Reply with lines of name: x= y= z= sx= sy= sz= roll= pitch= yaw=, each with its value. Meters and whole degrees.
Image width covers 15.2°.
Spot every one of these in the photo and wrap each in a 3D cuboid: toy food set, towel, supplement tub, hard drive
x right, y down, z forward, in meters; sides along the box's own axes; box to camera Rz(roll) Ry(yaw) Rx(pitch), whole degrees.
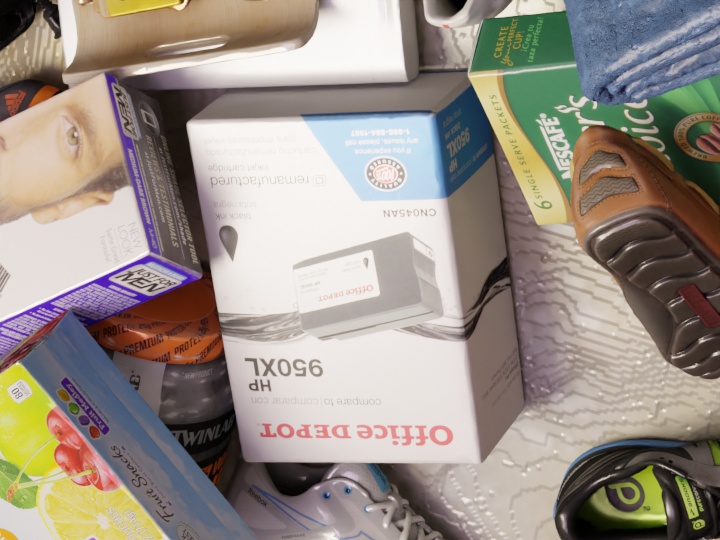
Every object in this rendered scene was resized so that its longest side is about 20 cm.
toy food set: x=-0.111 y=-0.204 z=1.400 sx=0.143 sy=0.060 sz=0.200 roll=-7 pitch=98 yaw=23
towel: x=0.136 y=-0.185 z=1.287 sx=0.112 sy=0.049 sz=0.200 roll=-22 pitch=66 yaw=34
supplement tub: x=-0.137 y=0.098 z=1.526 sx=0.123 sy=0.123 sz=0.200 roll=22 pitch=118 yaw=12
hard drive: x=-0.070 y=-0.164 z=1.442 sx=0.200 sy=0.027 sz=0.132 roll=0 pitch=104 yaw=22

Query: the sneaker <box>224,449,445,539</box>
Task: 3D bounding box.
sneaker: x=0.009 y=0.150 z=1.519 sx=0.200 sy=0.075 sz=0.087 roll=18 pitch=110 yaw=14

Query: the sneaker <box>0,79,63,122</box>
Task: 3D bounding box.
sneaker: x=-0.214 y=-0.024 z=1.543 sx=0.112 sy=0.078 sz=0.200 roll=37 pitch=109 yaw=9

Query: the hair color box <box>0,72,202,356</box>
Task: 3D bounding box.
hair color box: x=-0.193 y=-0.014 z=1.446 sx=0.200 sy=0.065 sz=0.109 roll=-23 pitch=68 yaw=18

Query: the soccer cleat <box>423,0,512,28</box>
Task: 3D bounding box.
soccer cleat: x=0.035 y=-0.217 z=1.352 sx=0.069 sy=0.085 sz=0.200 roll=-7 pitch=108 yaw=24

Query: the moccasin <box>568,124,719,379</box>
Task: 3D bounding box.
moccasin: x=0.158 y=-0.007 z=1.355 sx=0.074 sy=0.078 sz=0.201 roll=-27 pitch=141 yaw=23

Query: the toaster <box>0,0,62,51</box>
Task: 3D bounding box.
toaster: x=-0.285 y=-0.152 z=1.455 sx=0.119 sy=0.181 sz=0.200 roll=-36 pitch=94 yaw=32

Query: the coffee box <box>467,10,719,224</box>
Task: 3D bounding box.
coffee box: x=0.166 y=-0.080 z=1.349 sx=0.200 sy=0.044 sz=0.123 roll=-3 pitch=140 yaw=23

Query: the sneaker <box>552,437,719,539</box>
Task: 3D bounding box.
sneaker: x=0.193 y=0.117 z=1.423 sx=0.200 sy=0.083 sz=0.071 roll=-14 pitch=105 yaw=26

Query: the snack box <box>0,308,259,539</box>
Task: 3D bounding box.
snack box: x=-0.181 y=0.142 z=1.447 sx=0.200 sy=0.068 sz=0.169 roll=-34 pitch=100 yaw=33

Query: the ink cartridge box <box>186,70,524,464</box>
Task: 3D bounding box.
ink cartridge box: x=0.000 y=0.000 z=1.453 sx=0.145 sy=0.084 sz=0.200 roll=-1 pitch=110 yaw=22
